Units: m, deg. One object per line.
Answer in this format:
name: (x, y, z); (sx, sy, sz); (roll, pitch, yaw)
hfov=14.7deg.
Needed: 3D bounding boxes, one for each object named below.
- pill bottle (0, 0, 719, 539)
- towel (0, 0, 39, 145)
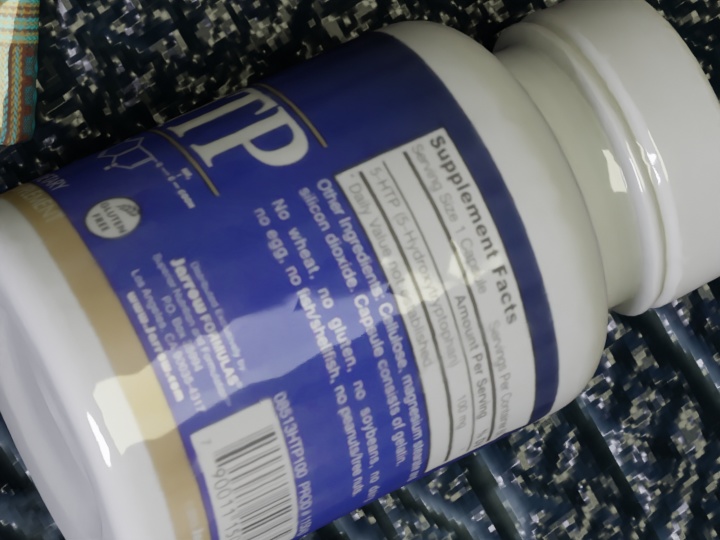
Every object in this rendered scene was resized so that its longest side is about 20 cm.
pill bottle: (0.000, 0.000, 0.769); (0.199, 0.120, 0.120); (-25, 105, -17)
towel: (-0.154, -0.134, 0.745); (0.146, 0.022, 0.201); (-1, 98, -20)
